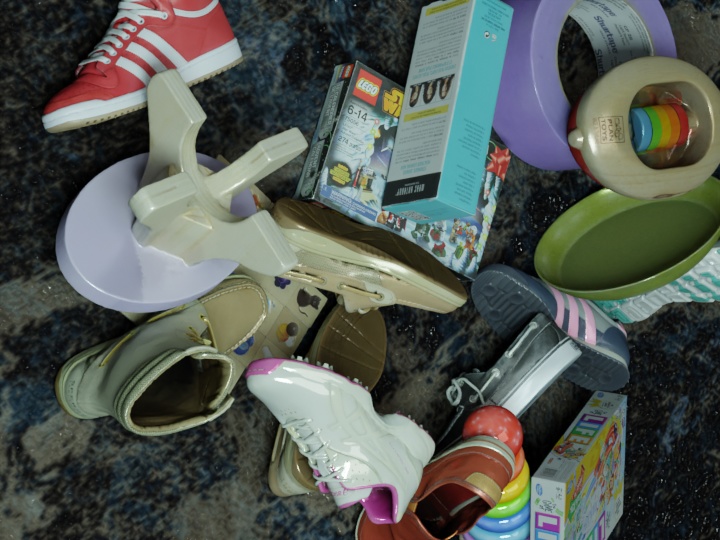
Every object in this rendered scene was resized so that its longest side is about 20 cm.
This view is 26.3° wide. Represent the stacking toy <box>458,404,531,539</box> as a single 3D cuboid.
[{"bbox_3d":[0.127,0.193,1.411,0.085,0.085,0.201,-43,146,-28],"label":"stacking toy"}]

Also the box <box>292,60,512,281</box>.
[{"bbox_3d":[0.043,-0.089,1.440,0.199,0.040,0.138,25,74,-32],"label":"box"}]

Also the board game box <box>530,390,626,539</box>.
[{"bbox_3d":[0.211,0.217,1.482,0.200,0.034,0.136,-38,132,-58],"label":"board game box"}]

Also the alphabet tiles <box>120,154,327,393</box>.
[{"bbox_3d":[-0.121,0.005,1.345,0.200,0.006,0.167,42,66,-26],"label":"alphabet tiles"}]

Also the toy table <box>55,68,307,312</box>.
[{"bbox_3d":[-0.135,-0.054,1.230,0.184,0.117,0.200,49,44,-4],"label":"toy table"}]

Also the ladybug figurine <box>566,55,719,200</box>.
[{"bbox_3d":[0.268,-0.135,1.477,0.199,0.072,0.137,-5,91,-35],"label":"ladybug figurine"}]

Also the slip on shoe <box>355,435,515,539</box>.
[{"bbox_3d":[0.058,0.212,1.357,0.074,0.200,0.061,39,43,-14],"label":"slip on shoe"}]

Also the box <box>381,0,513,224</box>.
[{"bbox_3d":[0.079,-0.147,1.394,0.049,0.082,0.202,20,74,-33],"label":"box"}]

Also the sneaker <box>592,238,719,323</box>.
[{"bbox_3d":[0.314,-0.015,1.540,0.077,0.199,0.092,36,57,-31],"label":"sneaker"}]

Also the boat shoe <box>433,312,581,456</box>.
[{"bbox_3d":[0.117,0.121,1.462,0.199,0.074,0.068,-44,79,0],"label":"boat shoe"}]

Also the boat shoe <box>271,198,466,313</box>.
[{"bbox_3d":[0.000,0.000,1.364,0.199,0.071,0.065,22,111,-21],"label":"boat shoe"}]

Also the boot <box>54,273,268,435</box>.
[{"bbox_3d":[-0.132,0.068,1.238,0.199,0.154,0.073,-29,107,-27],"label":"boot"}]

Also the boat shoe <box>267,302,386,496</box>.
[{"bbox_3d":[-0.035,0.108,1.369,0.071,0.064,0.201,39,52,-21],"label":"boat shoe"}]

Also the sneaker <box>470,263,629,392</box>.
[{"bbox_3d":[0.189,0.041,1.536,0.200,0.070,0.082,37,41,-24],"label":"sneaker"}]

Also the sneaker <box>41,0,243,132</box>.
[{"bbox_3d":[-0.191,-0.191,1.260,0.200,0.071,0.113,-32,111,-39],"label":"sneaker"}]

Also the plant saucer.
[{"bbox_3d":[0.267,-0.029,1.501,0.200,0.199,0.031,-42,120,-28],"label":"plant saucer"}]

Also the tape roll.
[{"bbox_3d":[0.218,-0.202,1.537,0.199,0.085,0.202,2,87,-35],"label":"tape roll"}]

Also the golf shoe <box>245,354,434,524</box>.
[{"bbox_3d":[-0.019,0.141,1.274,0.199,0.075,0.092,34,59,-31],"label":"golf shoe"}]
